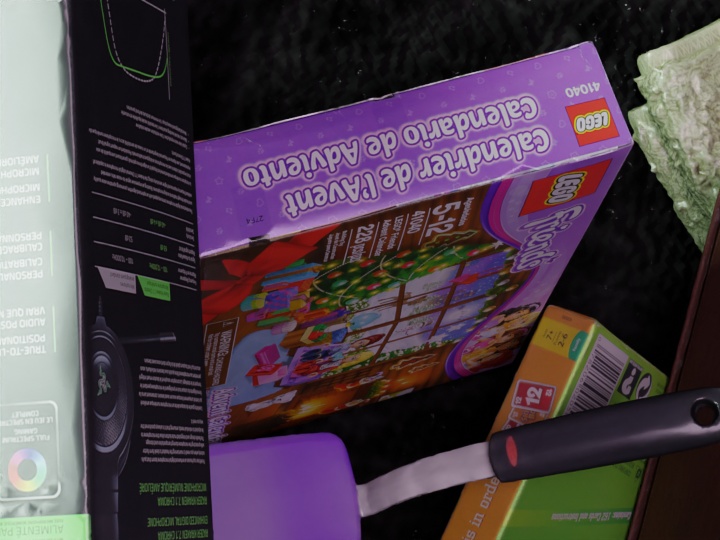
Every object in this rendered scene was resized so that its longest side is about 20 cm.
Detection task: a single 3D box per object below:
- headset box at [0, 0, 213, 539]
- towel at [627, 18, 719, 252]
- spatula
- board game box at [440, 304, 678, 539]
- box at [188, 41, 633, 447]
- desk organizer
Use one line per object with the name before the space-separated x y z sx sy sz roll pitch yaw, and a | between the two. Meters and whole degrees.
headset box | -0.138 0.005 0.638 0.174 0.093 0.201 -4 84 16
towel | 0.202 -0.022 0.901 0.148 0.036 0.200 -29 96 -11
spatula | 0.032 0.069 0.798 0.199 0.021 0.057 -14 69 15
board game box | 0.054 0.119 0.841 0.095 0.030 0.201 34 76 -55
box | 0.000 0.000 0.770 0.136 0.200 0.039 -16 71 -13
desk organizer | 0.151 0.070 0.837 0.071 0.077 0.201 10 103 -15
